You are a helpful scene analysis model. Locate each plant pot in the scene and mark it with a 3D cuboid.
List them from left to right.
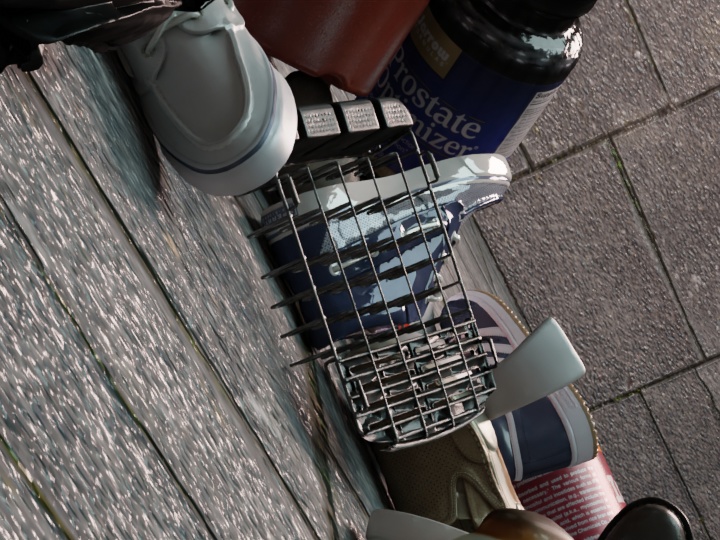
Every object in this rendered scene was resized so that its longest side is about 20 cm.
[{"bbox_3d":[-0.015,-0.225,1.158,0.200,0.196,0.201,27,9,-5],"label":"plant pot"}]

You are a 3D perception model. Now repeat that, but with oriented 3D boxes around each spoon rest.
[{"bbox_3d":[0.057,0.073,1.170,0.100,0.061,0.200,57,-28,-6],"label":"spoon rest"}]

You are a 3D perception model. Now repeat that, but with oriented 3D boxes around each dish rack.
[{"bbox_3d":[0.000,0.000,1.034,0.153,0.054,0.201,-13,83,-52],"label":"dish rack"}]

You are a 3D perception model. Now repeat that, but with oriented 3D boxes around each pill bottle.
[{"bbox_3d":[0.077,-0.139,1.248,0.112,0.200,0.112,19,40,-17],"label":"pill bottle"},{"bbox_3d":[0.137,0.171,1.427,0.201,0.113,0.113,67,7,16],"label":"pill bottle"}]

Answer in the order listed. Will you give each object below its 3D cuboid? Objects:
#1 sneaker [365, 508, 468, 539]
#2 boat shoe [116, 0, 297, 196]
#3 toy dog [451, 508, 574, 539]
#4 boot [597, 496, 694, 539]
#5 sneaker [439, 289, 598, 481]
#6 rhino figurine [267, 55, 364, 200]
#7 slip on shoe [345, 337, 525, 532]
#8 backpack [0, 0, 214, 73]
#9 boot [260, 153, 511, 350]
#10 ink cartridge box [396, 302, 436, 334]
[{"bbox_3d":[0.074,0.210,0.964,0.200,0.116,0.074,29,-13,-8],"label":"sneaker"},{"bbox_3d":[-0.094,-0.116,0.929,0.065,0.073,0.200,50,6,-48],"label":"boat shoe"},{"bbox_3d":[0.059,0.188,0.798,0.193,0.140,0.200,27,15,-6],"label":"toy dog"},{"bbox_3d":[0.139,0.213,1.096,0.069,0.201,0.174,24,-11,16],"label":"boot"},{"bbox_3d":[0.075,0.085,1.337,0.200,0.108,0.070,-131,-154,-53],"label":"sneaker"},{"bbox_3d":[-0.021,-0.045,1.224,0.087,0.060,0.201,-98,167,-72],"label":"rhino figurine"},{"bbox_3d":[0.047,0.133,1.106,0.061,0.076,0.200,-42,107,-49],"label":"slip on shoe"},{"bbox_3d":[-0.091,-0.158,0.725,0.127,0.167,0.200,59,1,-2],"label":"backpack"},{"bbox_3d":[0.028,-0.012,1.159,0.200,0.073,0.091,-15,83,-41],"label":"boot"},{"bbox_3d":[0.034,0.006,1.346,0.200,0.057,0.163,-115,-168,-51],"label":"ink cartridge box"}]
